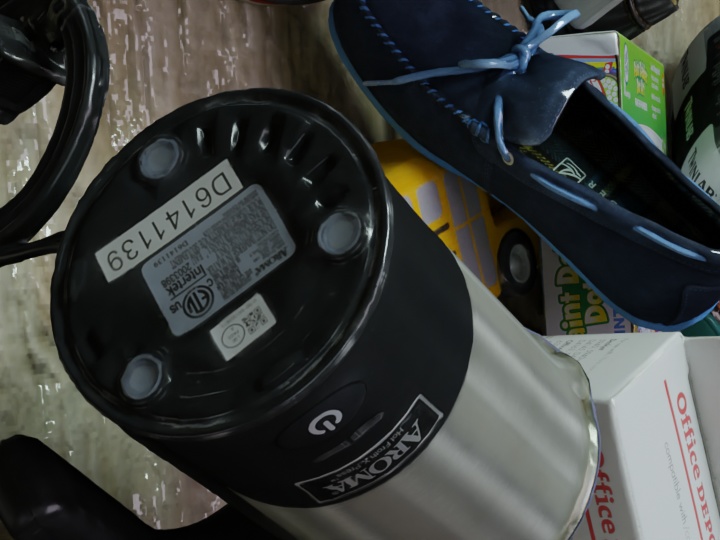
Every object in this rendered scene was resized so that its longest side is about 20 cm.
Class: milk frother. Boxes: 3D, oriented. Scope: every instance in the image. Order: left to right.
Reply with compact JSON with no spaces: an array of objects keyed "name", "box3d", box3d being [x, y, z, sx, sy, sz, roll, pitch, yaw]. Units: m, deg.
[{"name":"milk frother","box3d":[-0.040,0.008,0.856,0.188,0.180,0.200,45,28,-55]}]

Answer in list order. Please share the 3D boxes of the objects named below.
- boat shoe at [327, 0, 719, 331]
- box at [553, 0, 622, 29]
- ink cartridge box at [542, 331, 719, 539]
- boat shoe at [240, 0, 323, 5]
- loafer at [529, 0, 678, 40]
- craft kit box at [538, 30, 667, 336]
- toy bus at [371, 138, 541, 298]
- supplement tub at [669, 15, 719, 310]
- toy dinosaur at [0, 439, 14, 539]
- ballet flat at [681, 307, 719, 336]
[{"name":"boat shoe","box3d":[0.079,-0.065,1.008,0.200,0.069,0.084,37,58,0]},{"name":"box","box3d":[0.121,-0.247,1.103,0.199,0.131,0.200,54,41,-4]},{"name":"ink cartridge box","box3d":[0.078,0.090,1.004,0.067,0.200,0.116,-34,114,-50]},{"name":"boat shoe","box3d":[-0.047,-0.156,0.971,0.200,0.062,0.071,25,65,-53]},{"name":"loafer","box3d":[0.152,-0.183,1.244,0.073,0.072,0.200,53,46,-36]},{"name":"craft kit box","box3d":[0.117,-0.004,1.144,0.200,0.048,0.198,0,90,-78]},{"name":"toy bus","box3d":[0.000,0.000,1.021,0.200,0.065,0.078,-33,112,-50]},{"name":"supplement tub","box3d":[0.215,-0.047,1.224,0.200,0.122,0.123,-79,150,-62]},{"name":"toy dinosaur","box3d":[-0.146,0.119,0.809,0.200,0.058,0.101,-50,128,-44]},{"name":"ballet flat","box3d":[0.212,0.068,1.312,0.200,0.073,0.073,61,43,-28]}]
